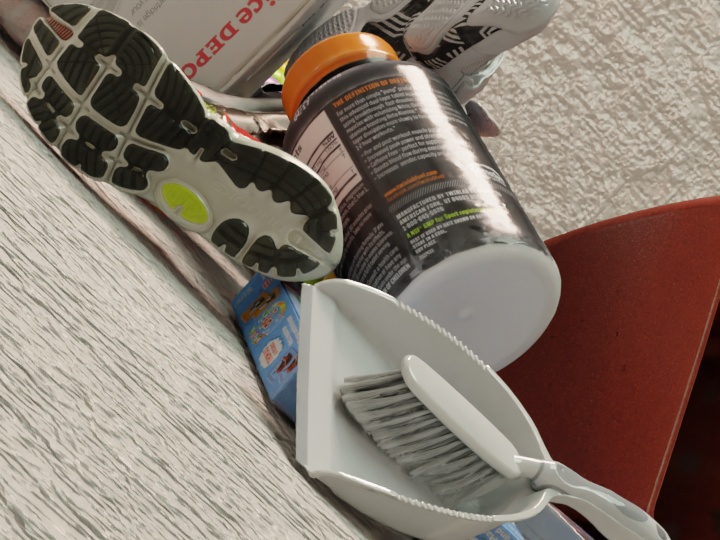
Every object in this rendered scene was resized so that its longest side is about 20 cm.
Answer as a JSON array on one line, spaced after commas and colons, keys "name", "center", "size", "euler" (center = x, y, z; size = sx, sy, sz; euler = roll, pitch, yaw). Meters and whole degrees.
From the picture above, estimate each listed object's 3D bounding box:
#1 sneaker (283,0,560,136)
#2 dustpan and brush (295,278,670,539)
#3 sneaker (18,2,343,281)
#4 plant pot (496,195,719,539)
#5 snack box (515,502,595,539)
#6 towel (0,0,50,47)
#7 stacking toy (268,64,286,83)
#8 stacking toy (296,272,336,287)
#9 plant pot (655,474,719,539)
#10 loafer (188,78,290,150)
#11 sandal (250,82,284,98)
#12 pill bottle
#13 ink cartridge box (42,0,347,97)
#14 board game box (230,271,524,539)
[{"name": "sneaker", "center": [0.057, -0.109, 1.632], "size": [0.200, 0.075, 0.115], "euler": [-15, -56, 43]}, {"name": "dustpan and brush", "center": [0.061, 0.087, 1.292], "size": [0.200, 0.057, 0.140], "euler": [40, 28, -26]}, {"name": "sneaker", "center": [-0.094, -0.058, 1.458], "size": [0.200, 0.077, 0.085], "euler": [40, -1, 6]}, {"name": "plant pot", "center": [0.163, 0.082, 1.602], "size": [0.176, 0.200, 0.200], "euler": [4, -23, 39]}, {"name": "snack box", "center": [0.161, 0.213, 1.455], "size": [0.200, 0.053, 0.142], "euler": [45, 1, 39]}, {"name": "towel", "center": [-0.150, -0.104, 1.750], "size": [0.200, 0.032, 0.191], "euler": [45, 3, 8]}, {"name": "stacking toy", "center": [-0.099, -0.156, 2.562], "size": [0.110, 0.116, 0.200], "euler": [41, 16, -16]}, {"name": "stacking toy", "center": [0.000, 0.000, 1.711], "size": [0.110, 0.116, 0.200], "euler": [8, 14, -45]}, {"name": "plant pot", "center": [0.260, 0.167, 1.735], "size": [0.181, 0.199, 0.200], "euler": [8, -18, 25]}, {"name": "loafer", "center": [-0.070, -0.057, 1.600], "size": [0.200, 0.073, 0.071], "euler": [12, 38, -28]}, {"name": "sandal", "center": [-0.017, -0.088, 1.741], "size": [0.200, 0.043, 0.076], "euler": [13, 34, -7]}, {"name": "pill bottle", "center": [0.023, -0.041, 1.517], "size": [0.106, 0.106, 0.200], "euler": [41, 16, -48]}, {"name": "ink cartridge box", "center": [-0.119, -0.193, 1.679], "size": [0.200, 0.145, 0.083], "euler": [46, 1, 8]}, {"name": "board game box", "center": [0.008, 0.076, 1.412], "size": [0.151, 0.037, 0.200], "euler": [44, 3, -14]}]
